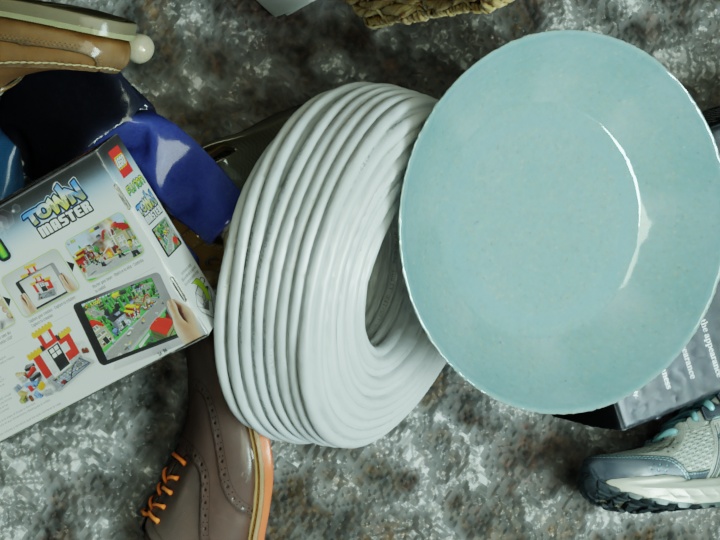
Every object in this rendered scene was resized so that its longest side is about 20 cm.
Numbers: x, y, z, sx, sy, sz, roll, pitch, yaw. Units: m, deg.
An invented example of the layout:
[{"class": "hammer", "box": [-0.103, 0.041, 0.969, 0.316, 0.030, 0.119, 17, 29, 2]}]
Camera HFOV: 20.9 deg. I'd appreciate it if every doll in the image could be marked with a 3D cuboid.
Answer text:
[{"class": "doll", "box": [-0.147, -0.064, 1.038, 0.200, 0.048, 0.137, 45, 100, 8]}]

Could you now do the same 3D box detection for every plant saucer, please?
[{"class": "plant saucer", "box": [0.102, -0.026, 1.033, 0.200, 0.039, 0.202, -2, 94, -25]}]

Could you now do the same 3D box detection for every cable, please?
[{"class": "cable", "box": [0.000, 0.000, 1.042, 0.069, 0.200, 0.201, 16, 84, 27]}]

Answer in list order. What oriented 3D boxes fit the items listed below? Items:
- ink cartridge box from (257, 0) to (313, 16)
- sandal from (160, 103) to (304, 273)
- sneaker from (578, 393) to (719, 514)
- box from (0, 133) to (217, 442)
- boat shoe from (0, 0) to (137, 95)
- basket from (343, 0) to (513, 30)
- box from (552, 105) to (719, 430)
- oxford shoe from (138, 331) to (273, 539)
[{"class": "ink cartridge box", "box": [-0.061, -0.261, 1.070, 0.200, 0.083, 0.145, 42, 80, -14]}, {"class": "sandal", "box": [-0.078, -0.029, 1.085, 0.200, 0.055, 0.082, -29, 99, -14]}, {"class": "sneaker", "box": [0.216, 0.098, 1.178, 0.199, 0.078, 0.087, -5, 83, -25]}, {"class": "box", "box": [-0.182, 0.024, 1.012, 0.199, 0.035, 0.110, -27, 100, 19]}, {"class": "boat shoe", "box": [-0.203, -0.108, 1.001, 0.199, 0.072, 0.068, 9, 94, 27]}, {"class": "basket", "box": [0.028, -0.219, 0.950, 0.149, 0.200, 0.143, 43, 80, -16]}, {"class": "box", "box": [0.196, -0.011, 1.145, 0.199, 0.104, 0.149, -19, 96, -16]}, {"class": "oxford shoe", "box": [-0.087, 0.123, 1.080, 0.072, 0.071, 0.201, -5, 93, -12]}]
